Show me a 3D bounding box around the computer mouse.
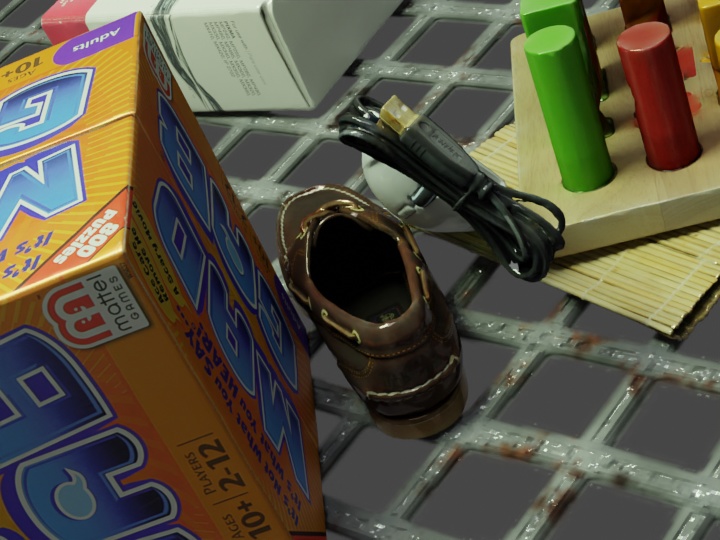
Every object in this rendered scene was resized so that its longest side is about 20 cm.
[{"bbox_3d":[0.034,-0.040,0.785,0.044,0.109,0.200,-56,3,3],"label":"computer mouse"}]

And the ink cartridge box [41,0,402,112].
[{"bbox_3d":[-0.086,-0.177,1.090,0.199,0.085,0.145,4,45,38],"label":"ink cartridge box"}]

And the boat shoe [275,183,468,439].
[{"bbox_3d":[0.000,0.000,0.817,0.070,0.070,0.200,-29,33,-5],"label":"boat shoe"}]

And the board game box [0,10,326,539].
[{"bbox_3d":[-0.146,0.046,0.735,0.199,0.200,0.200,-21,34,8],"label":"board game box"}]

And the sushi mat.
[{"bbox_3d":[0.112,-0.026,0.825,0.096,0.012,0.200,-40,37,-20],"label":"sushi mat"}]

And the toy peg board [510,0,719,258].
[{"bbox_3d":[0.165,-0.121,0.827,0.198,0.098,0.200,-14,34,13],"label":"toy peg board"}]
